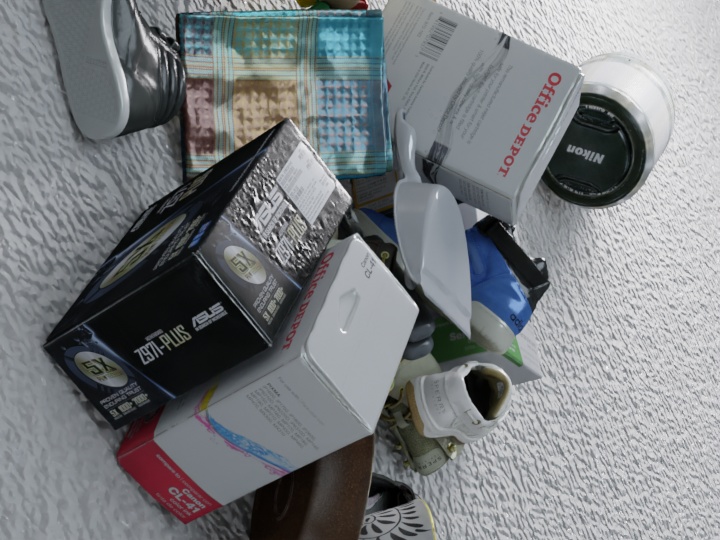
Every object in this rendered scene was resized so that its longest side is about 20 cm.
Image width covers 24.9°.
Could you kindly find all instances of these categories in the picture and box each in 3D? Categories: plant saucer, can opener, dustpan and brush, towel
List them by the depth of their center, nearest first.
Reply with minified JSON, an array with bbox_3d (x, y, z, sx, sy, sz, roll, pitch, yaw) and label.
[{"bbox_3d":[-0.044,0.172,1.242,0.036,0.201,0.203,15,54,-19],"label":"plant saucer"},{"bbox_3d":[-0.062,-0.150,1.398,0.198,0.022,0.149,-5,94,-28],"label":"towel"},{"bbox_3d":[0.054,-0.052,1.424,0.140,0.056,0.203,42,46,-61],"label":"dustpan and brush"},{"bbox_3d":[0.000,0.000,1.462,0.201,0.066,0.053,53,-23,32],"label":"can opener"}]

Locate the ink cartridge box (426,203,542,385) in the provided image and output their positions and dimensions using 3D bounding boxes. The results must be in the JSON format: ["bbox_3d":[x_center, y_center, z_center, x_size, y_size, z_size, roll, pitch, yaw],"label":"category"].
[{"bbox_3d":[0.113,0.009,1.669,0.146,0.083,0.203,32,47,-62],"label":"ink cartridge box"}]

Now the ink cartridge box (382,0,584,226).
[{"bbox_3d":[0.090,-0.152,1.521,0.146,0.198,0.083,-60,166,-13],"label":"ink cartridge box"}]

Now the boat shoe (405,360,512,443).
[{"bbox_3d":[0.109,0.117,1.495,0.200,0.069,0.072,0,72,-67],"label":"boat shoe"}]

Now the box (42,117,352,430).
[{"bbox_3d":[-0.115,-0.001,1.200,0.086,0.163,0.201,51,34,-16],"label":"box"}]

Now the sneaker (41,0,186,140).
[{"bbox_3d":[-0.194,-0.201,1.292,0.099,0.070,0.203,-3,82,-62],"label":"sneaker"}]

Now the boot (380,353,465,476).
[{"bbox_3d":[0.033,0.124,1.496,0.156,0.071,0.200,65,29,-16],"label":"boot"}]

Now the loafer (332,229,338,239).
[{"bbox_3d":[-0.067,-0.010,1.390,0.068,0.075,0.202,45,38,-48],"label":"loafer"}]

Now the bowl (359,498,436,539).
[{"bbox_3d":[-0.007,0.275,1.278,0.093,0.201,0.203,8,56,-9],"label":"bowl"}]

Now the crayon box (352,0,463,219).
[{"bbox_3d":[0.048,-0.154,1.624,0.051,0.125,0.203,22,55,-55],"label":"crayon box"}]

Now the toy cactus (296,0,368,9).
[{"bbox_3d":[-0.033,-0.226,1.488,0.102,0.165,0.200,42,36,4],"label":"toy cactus"}]

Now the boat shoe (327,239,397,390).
[{"bbox_3d":[-0.001,0.073,1.360,0.072,0.060,0.204,48,42,-74],"label":"boat shoe"}]

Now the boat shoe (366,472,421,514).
[{"bbox_3d":[0.020,0.214,1.431,0.199,0.056,0.068,22,55,-54],"label":"boat shoe"}]

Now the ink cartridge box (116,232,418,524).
[{"bbox_3d":[-0.068,0.081,1.199,0.086,0.199,0.148,49,36,-20],"label":"ink cartridge box"}]

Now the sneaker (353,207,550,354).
[{"bbox_3d":[0.089,-0.021,1.559,0.199,0.112,0.077,37,-10,16],"label":"sneaker"}]

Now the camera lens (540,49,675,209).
[{"bbox_3d":[0.308,-0.179,2.058,0.161,0.159,0.200,64,29,-12],"label":"camera lens"}]
